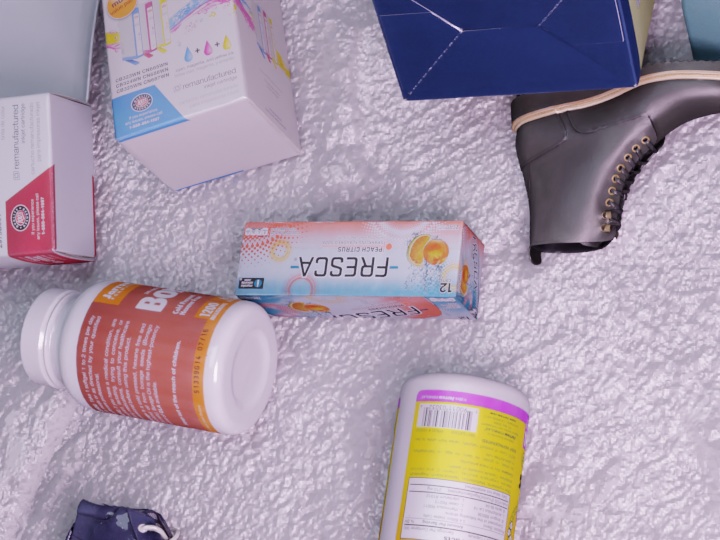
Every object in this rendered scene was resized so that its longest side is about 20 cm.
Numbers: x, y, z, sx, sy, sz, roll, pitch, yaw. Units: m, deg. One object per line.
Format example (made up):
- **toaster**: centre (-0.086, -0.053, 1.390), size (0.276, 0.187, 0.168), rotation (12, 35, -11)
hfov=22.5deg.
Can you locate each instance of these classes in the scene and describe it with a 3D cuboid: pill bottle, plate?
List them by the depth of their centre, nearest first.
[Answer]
- **pill bottle**: centre (0.068, 0.186, 1.385), size (0.104, 0.104, 0.201), rotation (3, 73, 22)
- **pill bottle**: centre (-0.180, 0.069, 1.520), size (0.199, 0.112, 0.113), rotation (8, 74, 23)
- **plate**: centre (-0.333, -0.219, 1.729), size (0.199, 0.032, 0.201), rotation (-3, 71, 21)

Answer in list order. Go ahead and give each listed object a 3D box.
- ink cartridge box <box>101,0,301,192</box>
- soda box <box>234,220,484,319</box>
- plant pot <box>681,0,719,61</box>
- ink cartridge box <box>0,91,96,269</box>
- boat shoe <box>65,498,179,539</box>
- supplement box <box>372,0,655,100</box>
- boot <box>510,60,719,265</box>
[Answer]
- **ink cartridge box**: centre (-0.144, -0.196, 1.594), size (0.128, 0.125, 0.201), rotation (-16, 67, 15)
- **soda box**: centre (0.000, 0.000, 1.502), size (0.199, 0.064, 0.069), rotation (0, 71, 22)
- **plant pot**: centre (0.326, -0.244, 1.386), size (0.141, 0.200, 0.142), rotation (19, 79, 27)
- **ink cartridge box**: centre (-0.347, -0.075, 1.638), size (0.199, 0.083, 0.147), rotation (-5, 85, 20)
- **boat shoe**: centre (-0.162, 0.245, 1.469), size (0.199, 0.075, 0.093), rotation (10, 83, 25)
- **supplement box**: centre (0.131, -0.256, 1.462), size (0.199, 0.135, 0.200), rotation (-1, 44, 21)
- **boot**: centre (0.221, -0.085, 1.449), size (0.199, 0.077, 0.139), rotation (-12, 72, 30)
